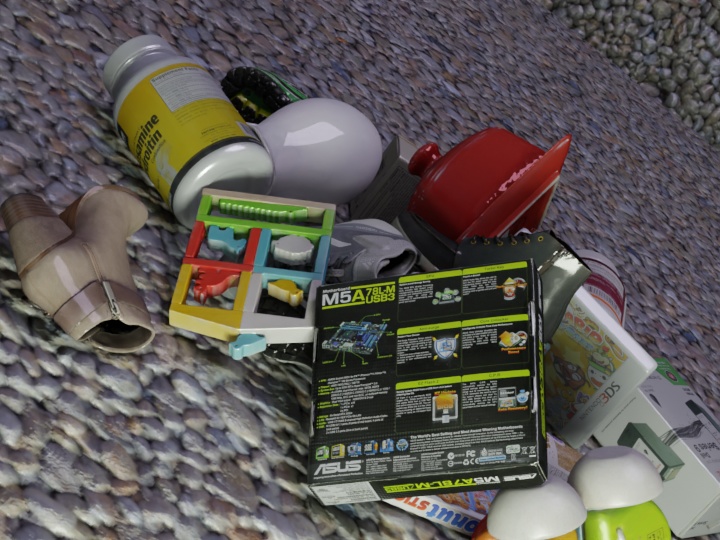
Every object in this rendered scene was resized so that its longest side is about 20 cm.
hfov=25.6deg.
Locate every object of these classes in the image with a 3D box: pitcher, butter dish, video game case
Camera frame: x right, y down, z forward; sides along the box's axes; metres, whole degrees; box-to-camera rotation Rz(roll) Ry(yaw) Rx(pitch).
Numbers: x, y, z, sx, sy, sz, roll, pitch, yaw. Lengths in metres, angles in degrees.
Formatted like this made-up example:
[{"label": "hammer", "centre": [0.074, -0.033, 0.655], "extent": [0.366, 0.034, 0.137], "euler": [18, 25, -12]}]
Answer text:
[{"label": "pitcher", "centre": [-0.087, -0.137, 1.745], "extent": [0.171, 0.122, 0.199], "euler": [35, 28, 32]}, {"label": "butter dish", "centre": [0.115, -0.082, 1.747], "extent": [0.148, 0.199, 0.200], "euler": [42, -21, 13]}, {"label": "video game case", "centre": [0.203, 0.076, 1.700], "extent": [0.023, 0.182, 0.200], "euler": [-35, 76, -35]}]

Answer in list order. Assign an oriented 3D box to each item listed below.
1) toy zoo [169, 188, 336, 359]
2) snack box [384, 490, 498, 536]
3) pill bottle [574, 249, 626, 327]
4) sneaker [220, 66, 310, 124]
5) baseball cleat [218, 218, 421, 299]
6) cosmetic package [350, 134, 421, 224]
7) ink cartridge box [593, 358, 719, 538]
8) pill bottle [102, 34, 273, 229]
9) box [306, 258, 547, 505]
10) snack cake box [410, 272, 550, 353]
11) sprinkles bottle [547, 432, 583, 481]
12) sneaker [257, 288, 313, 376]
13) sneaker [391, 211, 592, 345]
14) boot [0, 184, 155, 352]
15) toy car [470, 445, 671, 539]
[{"label": "toy zoo", "centre": [-0.097, 0.003, 1.439], "extent": [0.130, 0.021, 0.201], "euler": [7, 43, 3]}, {"label": "snack box", "centre": [0.076, 0.203, 1.454], "extent": [0.199, 0.024, 0.072], "euler": [26, 24, -29]}, {"label": "pill bottle", "centre": [0.263, 0.050, 1.917], "extent": [0.114, 0.114, 0.200], "euler": [38, 22, -3]}, {"label": "sneaker", "centre": [-0.068, -0.180, 1.882], "extent": [0.200, 0.078, 0.085], "euler": [40, 22, 2]}, {"label": "baseball cleat", "centre": [-0.037, -0.007, 1.506], "extent": [0.199, 0.070, 0.106], "euler": [-16, 26, -24]}, {"label": "cosmetic package", "centre": [0.095, -0.058, 1.875], "extent": [0.199, 0.104, 0.073], "euler": [34, 22, -16]}, {"label": "ink cartridge box", "centre": [0.357, 0.200, 1.820], "extent": [0.146, 0.084, 0.200], "euler": [4, 41, -54]}, {"label": "pill bottle", "centre": [-0.180, -0.143, 1.593], "extent": [0.112, 0.112, 0.200], "euler": [9, 37, -51]}, {"label": "box", "centre": [0.056, 0.093, 1.337], "extent": [0.048, 0.199, 0.194], "euler": [61, 26, -53]}, {"label": "snack cake box", "centre": [0.109, 0.065, 1.618], "extent": [0.115, 0.067, 0.200], "euler": [41, 11, 19]}, {"label": "sprinkles bottle", "centre": [0.169, 0.187, 1.541], "extent": [0.200, 0.068, 0.068], "euler": [32, 22, -37]}, {"label": "sneaker", "centre": [-0.015, 0.082, 1.454], "extent": [0.200, 0.074, 0.079], "euler": [37, 11, 24]}, {"label": "sneaker", "centre": [0.131, -0.019, 1.580], "extent": [0.200, 0.107, 0.075], "euler": [39, 11, 14]}, {"label": "boot", "centre": [-0.217, 0.002, 1.338], "extent": [0.147, 0.070, 0.200], "euler": [54, 27, 18]}, {"label": "toy car", "centre": [0.171, 0.248, 1.361], "extent": [0.199, 0.176, 0.150], "euler": [-15, 9, -33]}]
